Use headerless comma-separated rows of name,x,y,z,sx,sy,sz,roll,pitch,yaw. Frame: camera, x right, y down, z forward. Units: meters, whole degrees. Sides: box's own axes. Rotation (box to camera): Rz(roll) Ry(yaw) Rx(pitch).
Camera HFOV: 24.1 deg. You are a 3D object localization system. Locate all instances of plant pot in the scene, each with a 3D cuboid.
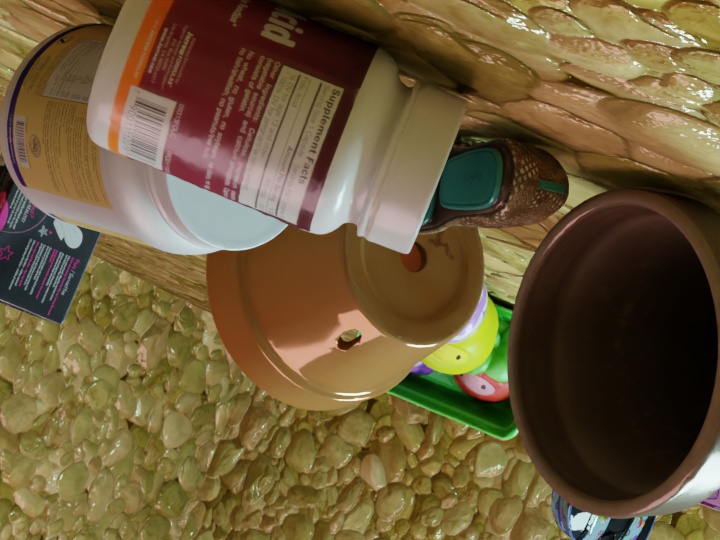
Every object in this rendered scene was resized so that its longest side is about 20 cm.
plant pot,0.219,0.057,1.067,0.174,0.202,0.200,6,-177,-35
plant pot,0.000,0.000,1.294,0.199,0.201,0.140,26,156,-29

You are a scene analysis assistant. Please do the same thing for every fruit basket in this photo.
fruit basket,0.095,0.078,1.782,0.214,0.157,0.216,19,-169,-4

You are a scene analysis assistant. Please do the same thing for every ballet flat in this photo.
ballet flat,0.072,-0.053,1.111,0.065,0.071,0.200,9,-177,-25

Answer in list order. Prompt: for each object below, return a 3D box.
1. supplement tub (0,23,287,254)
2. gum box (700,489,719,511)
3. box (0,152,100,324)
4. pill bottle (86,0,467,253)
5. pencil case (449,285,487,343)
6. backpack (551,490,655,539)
supplement tub,-0.138,-0.090,1.142,0.145,0.146,0.199,28,171,-42
gum box,0.343,0.182,1.848,0.199,0.114,0.066,18,172,31
box,-0.351,-0.056,1.847,0.114,0.201,0.132,26,172,-24
pill bottle,-0.046,-0.091,0.974,0.199,0.115,0.114,22,173,0
pencil case,0.051,0.009,1.565,0.084,0.086,0.200,20,174,31
backpack,0.368,0.330,2.551,0.182,0.201,0.134,25,172,-31
